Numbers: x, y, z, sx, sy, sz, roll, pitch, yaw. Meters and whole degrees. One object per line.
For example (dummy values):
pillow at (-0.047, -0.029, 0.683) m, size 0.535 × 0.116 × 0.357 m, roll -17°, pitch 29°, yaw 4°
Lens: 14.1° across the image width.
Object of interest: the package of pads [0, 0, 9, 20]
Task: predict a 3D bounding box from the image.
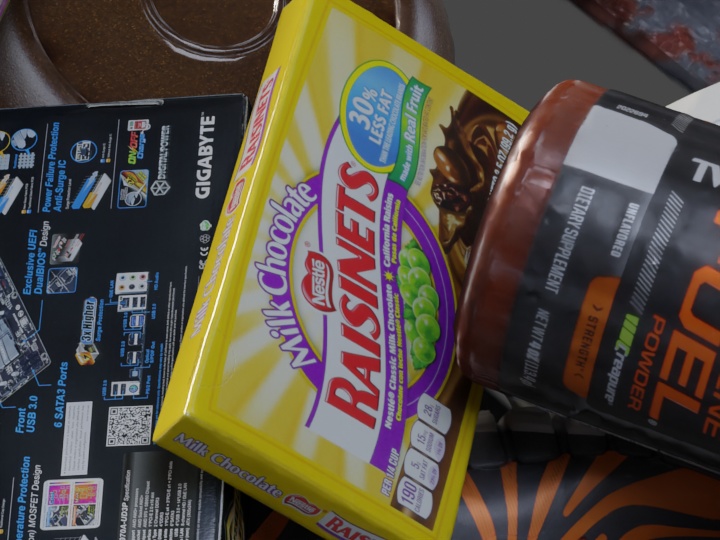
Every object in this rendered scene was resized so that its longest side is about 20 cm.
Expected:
package of pads at (-0.192, -0.131, 1.042) m, size 0.154 × 0.068 × 0.200 m, roll 6°, pitch 51°, yaw 16°

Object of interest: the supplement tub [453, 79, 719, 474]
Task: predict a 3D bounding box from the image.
supplement tub at (0.138, 0.017, 0.923) m, size 0.200 × 0.107 × 0.107 m, roll 19°, pitch 56°, yaw 12°

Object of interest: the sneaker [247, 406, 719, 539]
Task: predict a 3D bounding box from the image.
sneaker at (0.039, 0.108, 0.992) m, size 0.200 × 0.078 × 0.112 m, roll 2°, pitch 63°, yaw 0°

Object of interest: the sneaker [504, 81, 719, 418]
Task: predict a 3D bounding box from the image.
sneaker at (0.130, -0.001, 1.078) m, size 0.200 × 0.074 × 0.116 m, roll -23°, pitch 68°, yaw -14°

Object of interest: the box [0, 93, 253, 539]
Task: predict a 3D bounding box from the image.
box at (-0.115, 0.037, 0.976) m, size 0.159 × 0.046 × 0.200 m, roll -4°, pitch 58°, yaw 8°

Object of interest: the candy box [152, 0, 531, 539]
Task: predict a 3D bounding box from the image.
candy box at (0.000, 0.000, 0.973) m, size 0.102 × 0.026 × 0.200 m, roll 29°, pitch 48°, yaw -17°

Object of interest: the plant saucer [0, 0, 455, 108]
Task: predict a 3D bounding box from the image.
plant saucer at (-0.058, -0.097, 1.110) m, size 0.200 × 0.032 × 0.201 m, roll 6°, pitch 57°, yaw -9°
